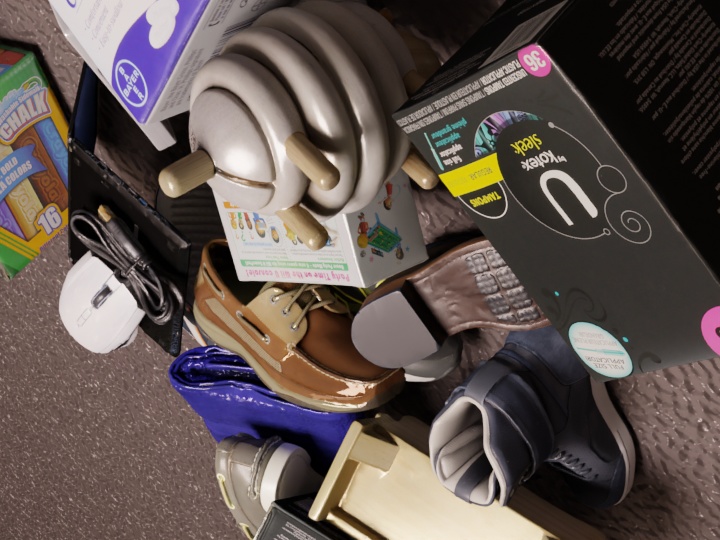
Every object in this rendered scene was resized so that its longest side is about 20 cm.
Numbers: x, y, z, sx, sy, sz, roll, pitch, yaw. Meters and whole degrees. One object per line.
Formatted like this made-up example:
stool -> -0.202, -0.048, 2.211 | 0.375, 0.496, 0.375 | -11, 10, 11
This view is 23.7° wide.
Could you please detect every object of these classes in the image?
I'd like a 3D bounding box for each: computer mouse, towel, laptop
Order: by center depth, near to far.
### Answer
computer mouse -> -0.200, 0.024, 1.341 | 0.110, 0.044, 0.200 | 46, 152, 3
towel -> -0.055, 0.116, 1.346 | 0.146, 0.050, 0.200 | 10, 156, 16
laptop -> -0.178, -0.064, 1.357 | 0.200, 0.103, 0.178 | 41, 152, 15

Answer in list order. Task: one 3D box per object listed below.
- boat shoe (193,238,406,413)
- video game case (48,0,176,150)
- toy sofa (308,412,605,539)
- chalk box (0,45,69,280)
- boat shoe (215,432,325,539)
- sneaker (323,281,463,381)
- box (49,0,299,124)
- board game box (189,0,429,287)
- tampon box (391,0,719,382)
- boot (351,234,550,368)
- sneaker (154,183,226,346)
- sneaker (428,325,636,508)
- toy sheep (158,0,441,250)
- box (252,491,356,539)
boat shoe -> -0.053, 0.036, 1.233 | 0.199, 0.075, 0.075 | 25, 133, 36
video game case -> -0.187, -0.180, 1.182 | 0.200, 0.018, 0.144 | 58, -173, -69
toy sofa -> 0.072, 0.186, 1.225 | 0.199, 0.084, 0.097 | 30, -169, 22
chalk box -> -0.334, -0.117, 1.470 | 0.124, 0.124, 0.201 | 18, 140, 41
boat shoe -> -0.068, 0.181, 1.353 | 0.060, 0.073, 0.202 | 17, 156, 16
sneaker -> 0.000, 0.000, 1.254 | 0.200, 0.074, 0.085 | 43, 151, 4
box -> -0.123, -0.227, 1.020 | 0.201, 0.104, 0.184 | 53, 141, 11
board game box -> -0.045, -0.094, 1.144 | 0.147, 0.064, 0.202 | 3, 112, 51
tampon box -> 0.147, -0.060, 0.933 | 0.201, 0.126, 0.149 | 51, 151, -11
boot -> 0.089, -0.006, 1.154 | 0.198, 0.097, 0.075 | -19, 113, 27
sneaker -> -0.135, -0.004, 1.420 | 0.079, 0.078, 0.202 | 22, 140, 46
sneaker -> 0.120, 0.129, 1.197 | 0.076, 0.146, 0.204 | 15, 141, 39
toy sheep -> -0.031, -0.088, 0.995 | 0.137, 0.199, 0.139 | 31, 134, 38
box -> 0.026, 0.252, 1.280 | 0.199, 0.087, 0.164 | 29, -173, 18
